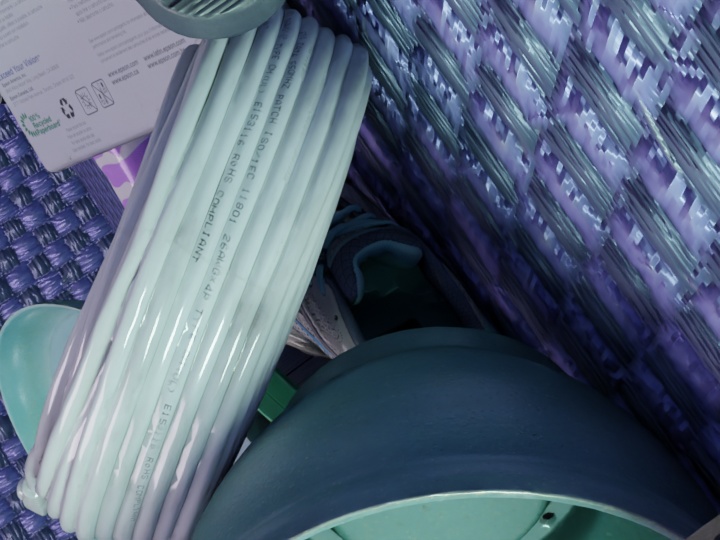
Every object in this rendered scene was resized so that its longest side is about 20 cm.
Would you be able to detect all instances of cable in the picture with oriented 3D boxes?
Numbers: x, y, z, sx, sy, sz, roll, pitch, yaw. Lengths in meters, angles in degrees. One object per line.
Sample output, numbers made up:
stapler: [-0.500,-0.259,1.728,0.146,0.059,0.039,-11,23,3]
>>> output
cable: [-0.056,0.002,0.784,0.069,0.201,0.200,21,173,-5]

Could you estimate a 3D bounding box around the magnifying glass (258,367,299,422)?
magnifying glass: [-0.020,0.062,0.906,0.080,0.022,0.200,42,179,-36]

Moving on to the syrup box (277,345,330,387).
syrup box: [0.014,0.072,1.022,0.079,0.081,0.200,58,172,-23]

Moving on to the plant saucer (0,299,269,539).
plant saucer: [-0.091,0.090,1.054,0.199,0.027,0.201,29,142,25]

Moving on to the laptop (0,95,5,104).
laptop: [-0.252,-0.186,1.218,0.200,0.115,0.189,-133,43,-64]

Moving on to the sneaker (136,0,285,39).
sneaker: [-0.067,-0.131,0.755,0.082,0.070,0.201,75,170,-50]

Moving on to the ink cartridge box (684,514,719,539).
ink cartridge box: [0.156,0.165,0.536,0.201,0.075,0.165,62,172,-30]

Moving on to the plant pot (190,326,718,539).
plant pot: [0.030,0.104,0.741,0.135,0.199,0.201,-95,-19,-53]

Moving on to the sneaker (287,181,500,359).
sneaker: [0.000,0.000,0.900,0.200,0.077,0.087,42,161,27]

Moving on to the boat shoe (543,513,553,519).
boat shoe: [0.030,0.131,0.888,0.200,0.072,0.061,2,123,28]

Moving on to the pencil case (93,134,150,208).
pencil case: [-0.121,-0.074,1.250,0.201,0.085,0.084,59,-145,-2]

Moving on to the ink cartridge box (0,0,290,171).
ink cartridge box: [-0.129,-0.148,0.931,0.196,0.043,0.201,-12,110,57]
